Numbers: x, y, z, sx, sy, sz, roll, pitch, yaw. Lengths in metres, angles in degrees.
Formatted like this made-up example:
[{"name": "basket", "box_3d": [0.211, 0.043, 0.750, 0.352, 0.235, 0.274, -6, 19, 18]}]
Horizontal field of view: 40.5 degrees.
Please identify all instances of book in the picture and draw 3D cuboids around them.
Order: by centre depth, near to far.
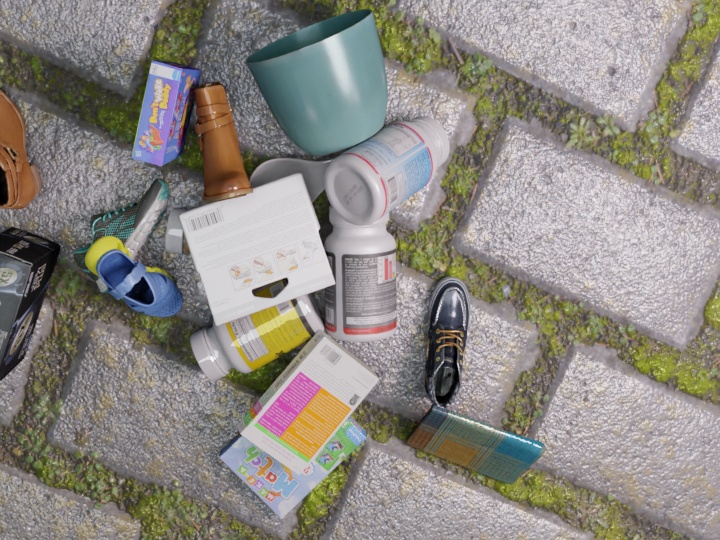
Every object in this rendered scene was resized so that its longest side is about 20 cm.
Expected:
[{"name": "book", "box_3d": [-0.081, 0.206, 1.529, 0.200, 0.048, 0.133, -48, 123, 4]}]

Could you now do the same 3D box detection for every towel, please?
[{"name": "towel", "box_3d": [0.185, 0.282, 1.585, 0.197, 0.022, 0.147, 21, 143, -5]}]

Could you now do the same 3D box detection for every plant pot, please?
[{"name": "plant pot", "box_3d": [-0.048, -0.268, 1.433, 0.197, 0.201, 0.163, -21, 111, 2]}]

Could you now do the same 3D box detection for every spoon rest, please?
[{"name": "spoon rest", "box_3d": [-0.082, -0.145, 1.517, 0.197, 0.061, 0.101, -25, 101, 1]}]

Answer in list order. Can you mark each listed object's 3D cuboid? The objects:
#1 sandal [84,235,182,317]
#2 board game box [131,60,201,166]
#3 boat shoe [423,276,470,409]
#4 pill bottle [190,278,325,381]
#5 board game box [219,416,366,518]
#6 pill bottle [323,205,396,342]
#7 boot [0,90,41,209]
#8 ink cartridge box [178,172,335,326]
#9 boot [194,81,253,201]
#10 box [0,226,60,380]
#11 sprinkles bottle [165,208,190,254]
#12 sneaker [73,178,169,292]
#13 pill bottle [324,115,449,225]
[{"name": "sandal", "box_3d": [-0.335, 0.029, 1.483, 0.080, 0.200, 0.087, -47, 56, 2]}, {"name": "board game box", "box_3d": [-0.279, -0.231, 1.419, 0.044, 0.200, 0.137, 14, 100, -5]}, {"name": "boat shoe", "box_3d": [0.142, 0.117, 1.561, 0.069, 0.091, 0.205, 5, 100, -4]}, {"name": "pill bottle", "box_3d": [-0.163, 0.091, 1.532, 0.197, 0.111, 0.113, -27, 101, 3]}, {"name": "board game box", "box_3d": [-0.111, 0.287, 1.609, 0.200, 0.037, 0.151, -44, 100, 6]}, {"name": "pill bottle", "box_3d": [0.000, 0.000, 1.519, 0.113, 0.116, 0.204, -1, 101, -2]}, {"name": "boot", "box_3d": [-0.544, -0.183, 1.431, 0.075, 0.155, 0.203, -18, 101, 2]}, {"name": "ink cartridge box", "box_3d": [-0.154, -0.033, 1.473, 0.196, 0.044, 0.177, -19, 93, -4]}, {"name": "boot", "box_3d": [-0.204, -0.191, 1.430, 0.075, 0.200, 0.158, -7, 109, -4]}, {"name": "box", "box_3d": [-0.542, 0.052, 1.480, 0.085, 0.164, 0.203, 20, 99, -6]}, {"name": "sprinkles bottle", "box_3d": [-0.203, -0.048, 1.525, 0.196, 0.068, 0.070, 9, 100, -5]}, {"name": "sneaker", "box_3d": [-0.374, -0.067, 1.513, 0.091, 0.078, 0.201, 35, 96, -5]}, {"name": "pill bottle", "box_3d": [0.045, -0.155, 1.452, 0.199, 0.108, 0.110, -36, 105, -40]}]
